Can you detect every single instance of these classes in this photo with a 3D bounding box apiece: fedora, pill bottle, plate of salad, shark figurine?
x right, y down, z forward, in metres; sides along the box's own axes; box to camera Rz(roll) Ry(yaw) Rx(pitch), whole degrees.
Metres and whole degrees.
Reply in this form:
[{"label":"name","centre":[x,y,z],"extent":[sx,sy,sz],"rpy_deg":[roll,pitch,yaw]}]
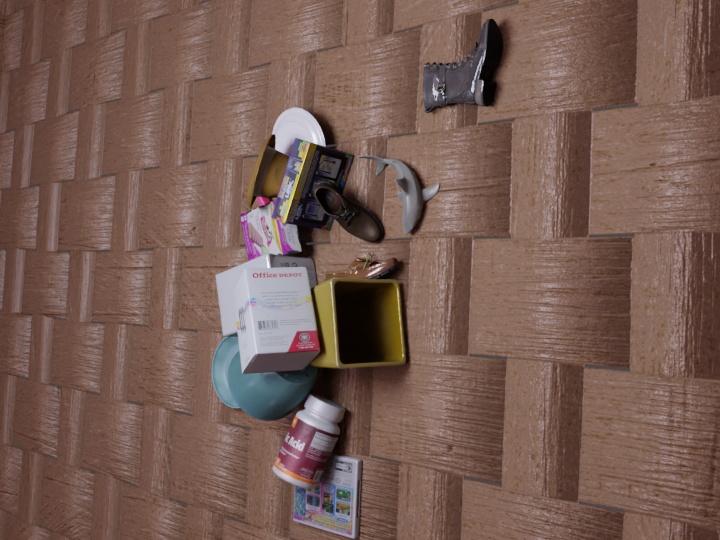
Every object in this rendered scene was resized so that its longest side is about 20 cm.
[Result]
[{"label":"fedora","centre":[-0.213,-0.233,1.783],"extent":[0.082,0.201,0.201],"rpy_deg":[18,100,-2]},{"label":"pill bottle","centre":[-0.118,0.403,1.732],"extent":[0.114,0.114,0.200],"rpy_deg":[20,84,39]},{"label":"plate of salad","centre":[-0.154,-0.317,1.877],"extent":[0.200,0.048,0.200],"rpy_deg":[14,111,39]},{"label":"shark figurine","centre":[0.087,-0.205,1.656],"extent":[0.128,0.089,0.215],"rpy_deg":[-41,64,28]}]

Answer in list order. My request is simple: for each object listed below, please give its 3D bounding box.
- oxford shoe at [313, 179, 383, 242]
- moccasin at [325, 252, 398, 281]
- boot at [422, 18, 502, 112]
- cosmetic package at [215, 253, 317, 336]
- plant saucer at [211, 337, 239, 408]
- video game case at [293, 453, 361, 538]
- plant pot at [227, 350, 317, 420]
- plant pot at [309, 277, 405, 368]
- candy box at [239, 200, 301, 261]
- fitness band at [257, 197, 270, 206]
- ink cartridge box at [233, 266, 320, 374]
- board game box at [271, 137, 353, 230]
[{"label":"oxford shoe","centre":[-0.033,-0.128,1.704],"extent":[0.200,0.084,0.073],"rpy_deg":[36,104,-4]},{"label":"moccasin","centre":[0.001,0.000,1.717],"extent":[0.201,0.074,0.078],"rpy_deg":[-18,79,40]},{"label":"boot","centre":[0.210,-0.442,1.586],"extent":[0.174,0.069,0.200],"rpy_deg":[12,96,39]},{"label":"cosmetic package","centre":[-0.232,0.068,1.839],"extent":[0.200,0.167,0.166],"rpy_deg":[-20,74,36]},{"label":"plant saucer","centre":[-0.327,0.272,1.984],"extent":[0.200,0.036,0.200],"rpy_deg":[-5,83,39]},{"label":"video game case","centre":[-0.082,0.534,1.768],"extent":[0.200,0.024,0.182],"rpy_deg":[0,86,39]},{"label":"plant pot","centre":[-0.195,0.239,1.749],"extent":[0.161,0.200,0.201],"rpy_deg":[-41,61,47]},{"label":"plant pot","centre":[-0.041,0.129,1.669],"extent":[0.200,0.195,0.194],"rpy_deg":[-15,77,49]},{"label":"candy box","centre":[-0.233,-0.097,1.874],"extent":[0.200,0.061,0.137],"rpy_deg":[-12,89,56]},{"label":"fitness band","centre":[-0.200,-0.200,1.897],"extent":[0.200,0.037,0.144],"rpy_deg":[26,119,36]},{"label":"ink cartridge box","centre":[-0.189,0.109,1.610],"extent":[0.145,0.145,0.200],"rpy_deg":[129,135,-58]},{"label":"board game box","centre":[-0.115,-0.205,1.769],"extent":[0.057,0.165,0.200],"rpy_deg":[26,102,38]}]
